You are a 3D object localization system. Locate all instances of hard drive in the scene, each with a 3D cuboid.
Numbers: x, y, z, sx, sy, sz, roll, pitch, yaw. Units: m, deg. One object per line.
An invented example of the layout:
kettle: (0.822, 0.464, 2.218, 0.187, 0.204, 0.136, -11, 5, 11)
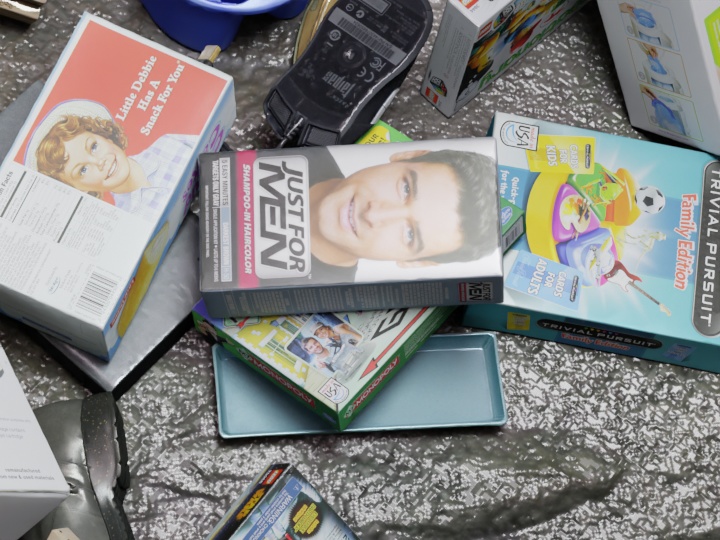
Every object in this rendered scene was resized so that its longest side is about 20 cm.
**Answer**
hard drive: (-0.198, -0.021, 1.660, 0.200, 0.033, 0.140, 40, 65, 11)

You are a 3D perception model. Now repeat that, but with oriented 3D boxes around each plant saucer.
plant saucer: (-0.001, 0.080, 1.651, 0.198, 0.019, 0.070, -2, 64, -11)

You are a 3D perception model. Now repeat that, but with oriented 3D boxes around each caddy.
caddy: (-0.109, -0.258, 1.746, 0.141, 0.105, 0.201, -27, 71, -21)

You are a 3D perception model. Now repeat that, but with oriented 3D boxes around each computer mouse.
computer mouse: (-0.045, -0.131, 1.697, 0.140, 0.046, 0.201, 29, 76, 18)

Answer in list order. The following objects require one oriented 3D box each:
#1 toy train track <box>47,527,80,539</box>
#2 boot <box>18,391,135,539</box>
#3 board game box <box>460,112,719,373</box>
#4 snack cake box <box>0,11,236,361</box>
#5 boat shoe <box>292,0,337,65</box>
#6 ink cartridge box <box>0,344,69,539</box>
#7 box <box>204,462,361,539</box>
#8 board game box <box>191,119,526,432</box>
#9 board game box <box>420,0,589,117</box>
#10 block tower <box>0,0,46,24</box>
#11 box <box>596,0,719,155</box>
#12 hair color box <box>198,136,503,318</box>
toy train track: (-0.187, 0.254, 1.457, 0.032, 0.115, 0.202, -6, 109, -27)
boot: (-0.210, 0.177, 1.556, 0.130, 0.068, 0.201, -9, 66, 0)
board game box: (0.179, -0.020, 1.711, 0.198, 0.047, 0.152, 10, 63, -4)
snack cake box: (-0.176, -0.057, 1.612, 0.114, 0.067, 0.201, 23, 71, 8)
boat shoe: (0.007, -0.209, 1.758, 0.071, 0.076, 0.201, 23, 65, 0)
ink cartridge box: (-0.292, 0.094, 1.515, 0.084, 0.145, 0.201, 10, 46, -56)
box: (-0.067, 0.240, 1.519, 0.137, 0.040, 0.200, 48, 63, -17)
board game box: (0.000, 0.000, 1.647, 0.134, 0.029, 0.200, 33, 66, 24)
board game box: (0.130, -0.208, 1.750, 0.035, 0.126, 0.200, 44, 66, 13)
block tower: (-0.225, -0.281, 1.724, 0.057, 0.054, 0.202, 17, 86, -15)
box: (0.239, -0.200, 1.712, 0.112, 0.201, 0.101, -40, 39, -24)
hair color box: (-0.006, -0.028, 1.600, 0.198, 0.061, 0.100, -3, 71, 2)
